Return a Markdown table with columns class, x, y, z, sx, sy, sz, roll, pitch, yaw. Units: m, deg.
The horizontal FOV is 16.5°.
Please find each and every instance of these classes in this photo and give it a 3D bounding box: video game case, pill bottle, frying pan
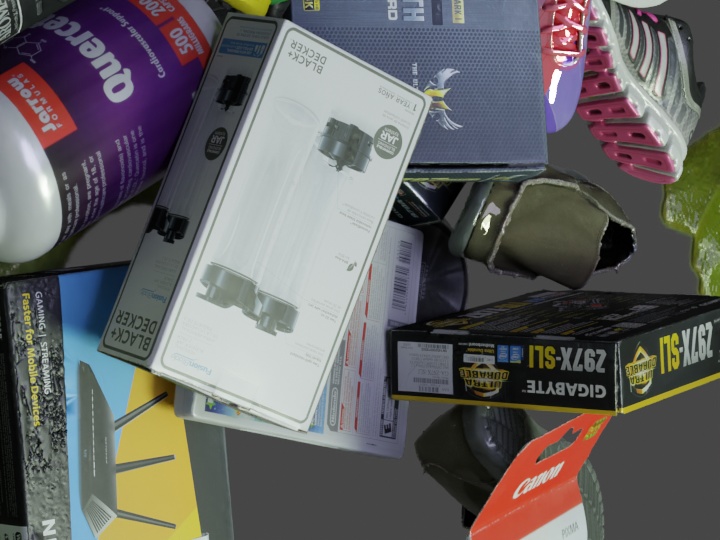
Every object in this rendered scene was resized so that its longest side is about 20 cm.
| class | x | y | z | sx | sy | sz | roll | pitch | yaw |
| --- | --- | --- | --- | --- | --- | --- | --- | --- | --- |
| video game case | -0.033 | 0.028 | 1.468 | 0.199 | 0.018 | 0.144 | 16 | 76 | -51 |
| pill bottle | -0.167 | -0.079 | 1.354 | 0.200 | 0.112 | 0.113 | -36 | 112 | -35 |
| frying pan | 0.008 | -0.014 | 1.564 | 0.190 | 0.031 | 0.115 | 44 | 61 | -34 |

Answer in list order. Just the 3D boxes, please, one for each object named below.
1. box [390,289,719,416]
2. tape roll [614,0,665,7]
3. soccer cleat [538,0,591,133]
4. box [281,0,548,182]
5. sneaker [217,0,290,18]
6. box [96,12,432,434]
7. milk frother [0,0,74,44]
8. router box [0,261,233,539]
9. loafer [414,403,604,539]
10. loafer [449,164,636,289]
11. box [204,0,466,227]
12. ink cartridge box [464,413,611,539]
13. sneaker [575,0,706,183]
| class | x | y | z | sx | sy | sz | roll | pitch | yaw |
| --- | --- | --- | --- | --- | --- | --- | --- | --- | --- |
| box | 0.137 | 0.048 | 1.554 | 0.200 | 0.159 | 0.050 | -13 | 101 | -57 |
| tape roll | 0.176 | -0.277 | 1.632 | 0.202 | 0.071 | 0.204 | 28 | 50 | -38 |
| soccer cleat | 0.121 | -0.183 | 1.528 | 0.066 | 0.076 | 0.202 | -8 | 102 | -38 |
| box | 0.025 | -0.152 | 1.464 | 0.156 | 0.051 | 0.202 | 0 | 83 | -20 |
| sneaker | -0.101 | -0.214 | 1.354 | 0.199 | 0.078 | 0.085 | 25 | 113 | -38 |
| box | -0.051 | -0.025 | 1.353 | 0.116 | 0.060 | 0.201 | 23 | 84 | -37 |
| milk frother | -0.263 | -0.190 | 1.272 | 0.188 | 0.200 | 0.181 | -34 | 139 | -21 |
| router box | -0.146 | 0.098 | 1.399 | 0.149 | 0.051 | 0.202 | -9 | 97 | -44 |
| loafer | 0.100 | 0.140 | 1.625 | 0.200 | 0.069 | 0.076 | 47 | 36 | -43 |
| loafer | 0.123 | -0.030 | 1.579 | 0.200 | 0.069 | 0.076 | -6 | 123 | -61 |
| box | 0.013 | -0.151 | 1.537 | 0.200 | 0.046 | 0.159 | 43 | 63 | -23 |
| ink cartridge box | 0.103 | 0.180 | 1.512 | 0.162 | 0.050 | 0.201 | -18 | 141 | -60 |
| sneaker | 0.173 | -0.155 | 1.678 | 0.200 | 0.073 | 0.088 | 53 | 55 | -29 |
